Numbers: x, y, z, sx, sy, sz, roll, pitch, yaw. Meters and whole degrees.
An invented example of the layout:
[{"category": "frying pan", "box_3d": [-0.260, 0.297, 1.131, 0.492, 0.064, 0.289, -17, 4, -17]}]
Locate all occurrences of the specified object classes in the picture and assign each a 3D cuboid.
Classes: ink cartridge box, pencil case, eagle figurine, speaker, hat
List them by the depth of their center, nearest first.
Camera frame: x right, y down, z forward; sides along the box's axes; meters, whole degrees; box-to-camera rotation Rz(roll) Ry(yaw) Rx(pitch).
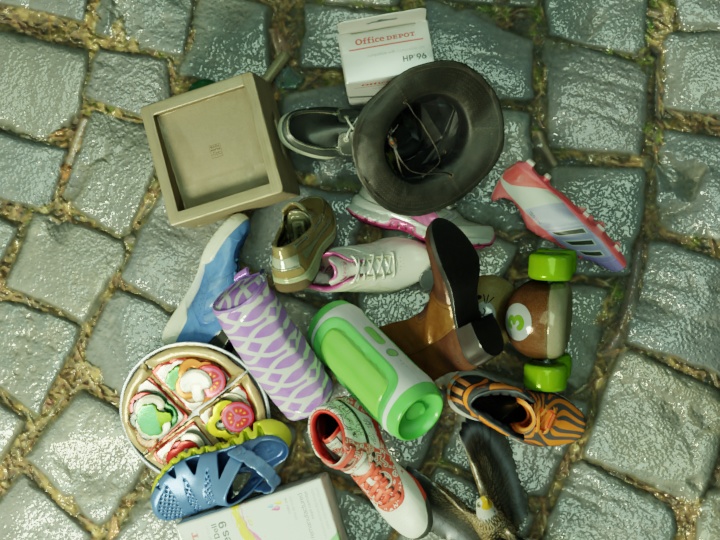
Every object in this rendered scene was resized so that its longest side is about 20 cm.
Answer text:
[{"category": "speaker", "box_3d": [0.016, 0.122, 1.403, 0.088, 0.088, 0.200, -45, 51, -2]}, {"category": "hat", "box_3d": [0.078, -0.172, 1.405, 0.198, 0.081, 0.203, -4, 111, -11]}, {"category": "pencil case", "box_3d": [-0.109, 0.094, 1.411, 0.083, 0.086, 0.201, -25, 115, 9]}, {"category": "eagle figurine", "box_3d": [0.151, 0.303, 1.419, 0.150, 0.152, 0.201, -6, 45, -36]}, {"category": "ink cartridge box", "box_3d": [0.034, -0.259, 1.421, 0.115, 0.200, 0.069, -10, 82, 2]}, {"category": "ink cartridge box", "box_3d": [-0.118, 0.359, 1.431, 0.198, 0.088, 0.147, -17, 85, 3]}]

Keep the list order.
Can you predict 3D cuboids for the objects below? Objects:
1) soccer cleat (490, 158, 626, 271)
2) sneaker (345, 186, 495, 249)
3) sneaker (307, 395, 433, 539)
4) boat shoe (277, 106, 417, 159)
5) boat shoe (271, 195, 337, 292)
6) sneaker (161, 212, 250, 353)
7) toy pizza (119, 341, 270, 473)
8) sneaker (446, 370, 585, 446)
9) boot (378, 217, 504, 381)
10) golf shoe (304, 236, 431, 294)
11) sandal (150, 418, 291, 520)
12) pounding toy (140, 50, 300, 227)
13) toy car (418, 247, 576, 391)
[{"category": "soccer cleat", "box_3d": [0.261, -0.061, 1.468, 0.200, 0.067, 0.077, 44, 106, 5]}, {"category": "sneaker", "box_3d": [0.085, -0.084, 1.464, 0.198, 0.081, 0.089, 19, 87, 4]}, {"category": "sneaker", "box_3d": [0.006, 0.249, 1.381, 0.067, 0.108, 0.203, -37, 72, 24]}, {"category": "boat shoe", "box_3d": [-0.008, -0.183, 1.445, 0.198, 0.068, 0.073, 3, 76, -24]}, {"category": "boat shoe", "box_3d": [-0.073, -0.055, 1.411, 0.071, 0.201, 0.077, -10, 118, 10]}, {"category": "sneaker", "box_3d": [-0.167, 0.034, 1.465, 0.110, 0.077, 0.201, 29, 89, 9]}, {"category": "toy pizza", "box_3d": [-0.215, 0.189, 1.442, 0.197, 0.032, 0.203, 1, 108, 3]}, {"category": "sneaker", "box_3d": [0.209, 0.186, 1.396, 0.198, 0.112, 0.079, 15, 92, -18]}, {"category": "boot", "box_3d": [0.080, 0.052, 1.420, 0.068, 0.199, 0.190, -21, 84, -41]}, {"category": "golf shoe", "box_3d": [0.000, 0.000, 1.452, 0.197, 0.092, 0.076, -7, 96, 2]}, {"category": "sandal", "box_3d": [-0.175, 0.262, 1.408, 0.199, 0.087, 0.080, -29, 126, 5]}, {"category": "pounding toy", "box_3d": [-0.169, -0.178, 1.471, 0.182, 0.142, 0.202, -16, 88, 9]}, {"category": "toy car", "box_3d": [0.169, 0.055, 1.423, 0.197, 0.158, 0.167, 3, 95, 14]}]
